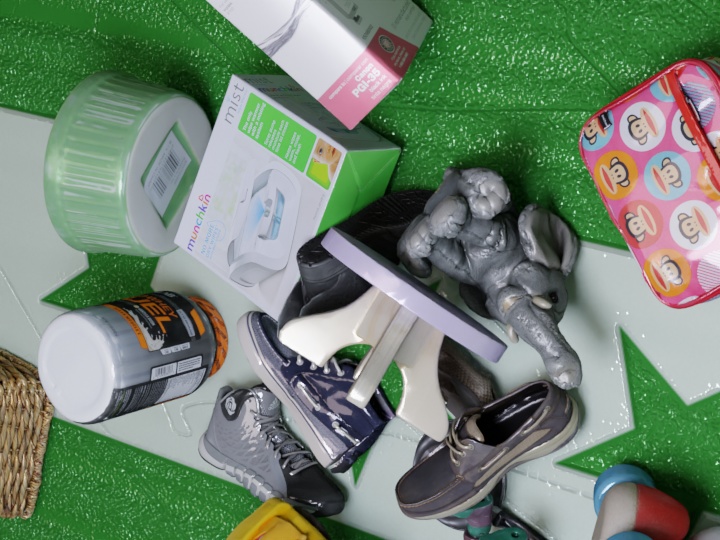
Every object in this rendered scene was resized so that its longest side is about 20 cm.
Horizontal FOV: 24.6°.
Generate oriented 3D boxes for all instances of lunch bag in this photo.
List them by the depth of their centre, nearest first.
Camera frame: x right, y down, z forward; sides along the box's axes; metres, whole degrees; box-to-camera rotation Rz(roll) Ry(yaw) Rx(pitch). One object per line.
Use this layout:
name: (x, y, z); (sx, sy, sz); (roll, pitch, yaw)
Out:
lunch bag: (0.306, -0.083, 1.457); (0.176, 0.082, 0.201); (-31, 81, 31)

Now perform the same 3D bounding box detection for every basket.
basket: (-0.478, 0.198, 2.075); (0.143, 0.148, 0.202); (-136, 53, -60)

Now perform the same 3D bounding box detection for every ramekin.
ramekin: (-0.241, -0.110, 1.776); (0.097, 0.200, 0.202); (12, 105, 26)

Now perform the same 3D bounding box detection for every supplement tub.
supplement tub: (-0.243, 0.090, 1.802); (0.122, 0.199, 0.124); (7, 102, 34)

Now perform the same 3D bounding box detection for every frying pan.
frying pan: (0.115, 0.243, 1.678); (0.115, 0.031, 0.191); (-41, 71, 35)

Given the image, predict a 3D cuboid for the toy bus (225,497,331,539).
toy bus: (-0.034, 0.345, 1.664); (0.200, 0.136, 0.192); (54, 157, -23)

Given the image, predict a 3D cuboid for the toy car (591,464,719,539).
toy car: (0.300, 0.292, 1.493); (0.198, 0.184, 0.178); (11, 106, 4)

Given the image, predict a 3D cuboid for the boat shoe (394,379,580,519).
boat shoe: (0.113, 0.164, 1.588); (0.199, 0.073, 0.075); (-34, 42, 3)

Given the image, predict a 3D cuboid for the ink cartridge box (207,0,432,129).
ink cartridge box: (-0.041, -0.254, 1.587); (0.200, 0.147, 0.083); (42, 124, -11)

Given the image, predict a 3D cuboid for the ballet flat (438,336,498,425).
ballet flat: (0.072, 0.080, 1.675); (0.200, 0.046, 0.068); (45, 144, 28)

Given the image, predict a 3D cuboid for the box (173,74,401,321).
box: (-0.077, -0.077, 1.712); (0.176, 0.096, 0.201); (36, 115, 30)

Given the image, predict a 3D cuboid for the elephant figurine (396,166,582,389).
elephant figurine: (0.142, 0.003, 1.564); (0.200, 0.155, 0.141); (41, 159, -8)

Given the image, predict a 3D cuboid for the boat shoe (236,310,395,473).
boat shoe: (-0.043, 0.108, 1.748); (0.093, 0.075, 0.201); (-40, 82, 26)

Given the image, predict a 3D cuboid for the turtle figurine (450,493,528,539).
turtle figurine: (0.122, 0.324, 1.638); (0.149, 0.100, 0.201); (26, 128, 36)

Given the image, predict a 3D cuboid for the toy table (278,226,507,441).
toy table: (0.026, 0.063, 1.562); (0.199, 0.184, 0.118); (34, 95, 11)

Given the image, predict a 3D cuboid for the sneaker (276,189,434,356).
sneaker: (0.002, 0.001, 1.654); (0.060, 0.199, 0.105); (41, 151, 48)

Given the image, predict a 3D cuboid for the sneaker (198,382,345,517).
sneaker: (-0.092, 0.182, 1.788); (0.199, 0.075, 0.116); (24, 108, 32)
